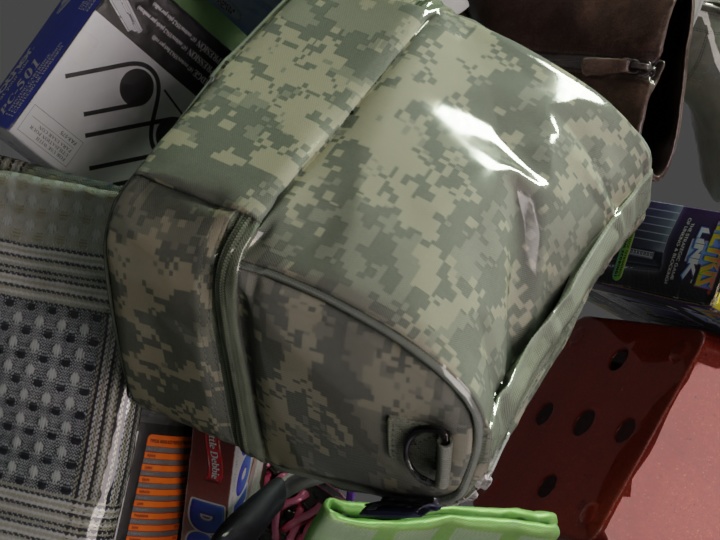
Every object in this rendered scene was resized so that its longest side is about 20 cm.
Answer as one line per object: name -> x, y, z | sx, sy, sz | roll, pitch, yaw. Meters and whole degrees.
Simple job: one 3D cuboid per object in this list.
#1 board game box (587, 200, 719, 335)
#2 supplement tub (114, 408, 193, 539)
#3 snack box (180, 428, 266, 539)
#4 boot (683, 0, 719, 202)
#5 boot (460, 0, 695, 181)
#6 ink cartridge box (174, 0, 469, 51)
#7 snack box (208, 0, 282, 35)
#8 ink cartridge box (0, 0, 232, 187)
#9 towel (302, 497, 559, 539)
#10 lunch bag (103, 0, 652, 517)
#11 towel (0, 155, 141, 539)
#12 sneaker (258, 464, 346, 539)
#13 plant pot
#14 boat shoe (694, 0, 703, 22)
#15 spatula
board game box -> 0.218, 0.018, 1.046 | 0.199, 0.165, 0.057 | 26, 82, -35
supplement tub -> -0.141, 0.108, 0.841 | 0.122, 0.122, 0.202 | 12, 91, -35
snack box -> -0.067, 0.127, 0.863 | 0.072, 0.024, 0.201 | -62, 164, -57
boot -> 0.174, -0.128, 1.065 | 0.130, 0.068, 0.202 | -13, 105, -20
boot -> 0.112, -0.134, 0.938 | 0.072, 0.166, 0.202 | 19, 77, -38
ink cartridge box -> -0.050, -0.131, 0.900 | 0.200, 0.059, 0.104 | -36, 116, -22
snack box -> -0.033, -0.229, 0.844 | 0.169, 0.068, 0.200 | 43, 70, 2
ink cartridge box -> -0.072, -0.048, 0.840 | 0.200, 0.044, 0.094 | 40, 79, -32
towel -> 0.007, 0.202, 0.919 | 0.148, 0.031, 0.201 | 6, 123, -32
lunch bag -> 0.013, -0.008, 0.731 | 0.200, 0.167, 0.140 | -51, 149, -40
towel -> -0.187, 0.041, 0.774 | 0.035, 0.199, 0.194 | 7, 95, -75
sneaker -> -0.032, 0.131, 0.937 | 0.079, 0.095, 0.200 | -50, 120, -14
plant pot -> 0.188, 0.133, 1.037 | 0.176, 0.200, 0.201 | 37, 77, -23
boat shoe -> 0.141, -0.110, 0.993 | 0.071, 0.070, 0.201 | 30, 96, -21
spatula -> -0.028, 0.104, 0.864 | 0.200, 0.020, 0.057 | -28, 127, -62
